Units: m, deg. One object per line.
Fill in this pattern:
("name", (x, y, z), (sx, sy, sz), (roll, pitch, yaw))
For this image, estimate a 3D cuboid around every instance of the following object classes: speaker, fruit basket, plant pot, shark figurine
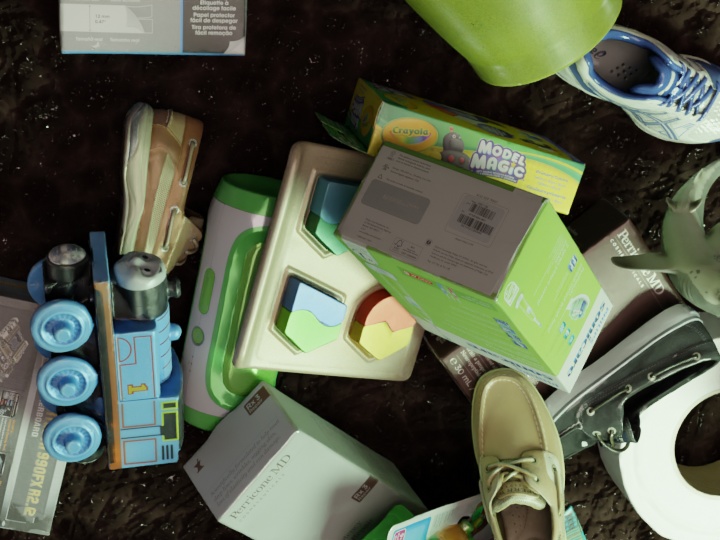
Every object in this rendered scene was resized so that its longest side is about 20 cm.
("speaker", (-0.097, 0.027, 1.214), (0.088, 0.089, 0.202), (9, 105, -12))
("fruit basket", (0.069, 0.266, 1.262), (0.199, 0.094, 0.186), (-6, 129, -41))
("plant pot", (0.102, -0.252, 1.122), (0.200, 0.201, 0.193), (-35, 121, 2))
("shark figurine", (0.284, -0.023, 1.234), (0.127, 0.215, 0.090), (-2, 133, 22))

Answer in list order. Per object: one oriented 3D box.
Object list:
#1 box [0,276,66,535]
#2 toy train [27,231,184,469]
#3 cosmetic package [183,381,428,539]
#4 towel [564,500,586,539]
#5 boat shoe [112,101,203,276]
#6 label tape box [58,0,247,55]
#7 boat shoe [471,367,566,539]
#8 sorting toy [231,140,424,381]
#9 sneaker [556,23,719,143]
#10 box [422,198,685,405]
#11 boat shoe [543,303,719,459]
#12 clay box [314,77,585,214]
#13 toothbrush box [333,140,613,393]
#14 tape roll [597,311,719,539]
("box", (-0.310, 0.106, 1.220), (0.157, 0.048, 0.202), (12, 104, -14))
("toy train", (-0.193, 0.064, 1.145), (0.113, 0.087, 0.202), (-6, 124, -12))
("cosmetic package", (-0.041, 0.182, 1.235), (0.102, 0.074, 0.200), (-48, 137, 6))
("towel", (0.153, 0.298, 1.298), (0.147, 0.022, 0.201), (-44, 142, -14))
("boat shoe", (-0.160, -0.031, 1.192), (0.071, 0.076, 0.202), (3, 107, -13))
("label tape box", (-0.157, -0.266, 1.127), (0.142, 0.066, 0.202), (0, 108, -10))
("boat shoe", (0.130, 0.176, 1.195), (0.071, 0.065, 0.202), (-10, 79, 9))
("sorting toy", (0.000, 0.000, 1.199), (0.199, 0.036, 0.187), (6, 106, -41))
("sneaker", (0.244, -0.148, 1.218), (0.198, 0.088, 0.076), (18, 101, -16))
("box", (0.164, 0.043, 1.270), (0.199, 0.075, 0.100), (-38, 109, 1))
("boat shoe", (0.215, 0.114, 1.241), (0.200, 0.066, 0.070), (-39, 148, 9))
("clay box", (0.068, -0.104, 1.186), (0.198, 0.115, 0.048), (17, 102, -15))
("toothbrush box", (0.091, 0.000, 1.130), (0.087, 0.145, 0.200), (-60, 148, -12))
("tape roll", (0.315, 0.141, 1.326), (0.200, 0.071, 0.205), (-2, 106, -9))
